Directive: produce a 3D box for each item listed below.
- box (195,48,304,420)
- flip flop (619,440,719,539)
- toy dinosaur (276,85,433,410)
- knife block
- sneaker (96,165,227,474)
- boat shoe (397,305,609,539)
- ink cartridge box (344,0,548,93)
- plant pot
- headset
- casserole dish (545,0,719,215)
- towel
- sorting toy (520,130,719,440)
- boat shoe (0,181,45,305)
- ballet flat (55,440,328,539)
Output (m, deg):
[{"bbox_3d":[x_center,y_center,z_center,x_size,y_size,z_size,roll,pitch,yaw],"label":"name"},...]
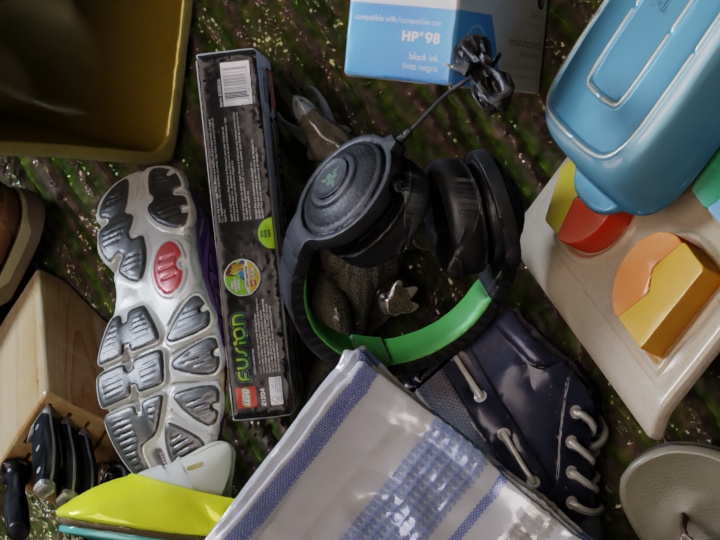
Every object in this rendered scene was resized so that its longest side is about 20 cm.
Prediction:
[{"bbox_3d":[-0.060,-0.020,1.443,0.035,0.110,0.201,-6,90,2],"label":"box"},{"bbox_3d":[0.204,0.176,1.336,0.081,0.058,0.200,-37,74,24],"label":"flip flop"},{"bbox_3d":[0.000,0.000,1.435,0.077,0.102,0.201,-3,100,-8],"label":"toy dinosaur"},{"bbox_3d":[-0.179,0.087,1.479,0.200,0.175,0.064,43,109,21],"label":"knife block"},{"bbox_3d":[-0.097,0.034,1.462,0.080,0.083,0.200,-18,56,23],"label":"sneaker"},{"bbox_3d":[0.107,0.111,1.384,0.093,0.075,0.200,-42,81,9],"label":"boat shoe"},{"bbox_3d":[0.054,-0.199,1.378,0.067,0.116,0.201,8,95,28],"label":"ink cartridge box"},{"bbox_3d":[-0.233,-0.174,1.504,0.200,0.195,0.195,12,97,37],"label":"plant pot"},{"bbox_3d":[0.034,-0.027,1.323,0.094,0.123,0.200,-118,40,-55],"label":"headset"},{"bbox_3d":[0.161,-0.121,1.310,0.200,0.039,0.121,-55,35,10],"label":"casserole dish"},{"bbox_3d":[0.029,0.154,1.329,0.200,0.024,0.147,39,79,2],"label":"towel"},{"bbox_3d":[0.161,-0.041,1.320,0.200,0.036,0.185,-58,35,19],"label":"sorting toy"},{"bbox_3d":[-0.266,0.031,1.576,0.072,0.068,0.200,33,102,54],"label":"boat shoe"},{"bbox_3d":[-0.059,0.127,1.370,0.199,0.067,0.067,12,83,0],"label":"ballet flat"}]
